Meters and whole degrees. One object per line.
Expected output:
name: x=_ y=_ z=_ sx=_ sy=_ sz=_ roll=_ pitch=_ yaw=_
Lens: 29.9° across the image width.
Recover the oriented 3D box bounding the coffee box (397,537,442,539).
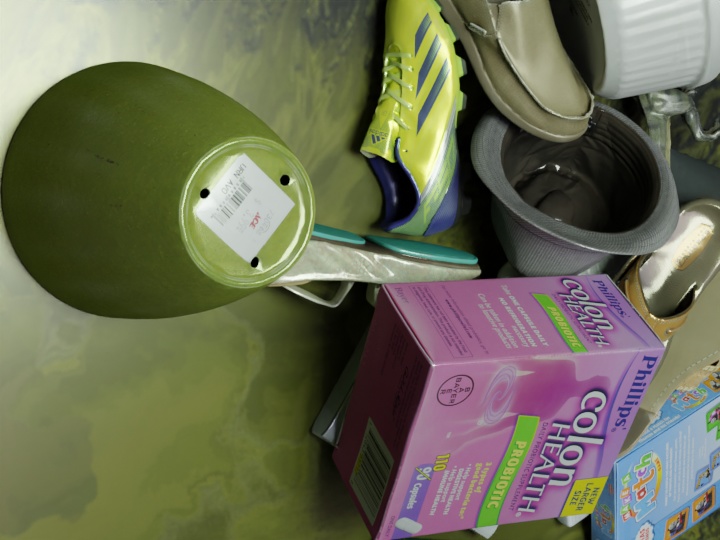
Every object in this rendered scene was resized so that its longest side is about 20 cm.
coffee box: x=0.091 y=0.295 z=1.160 sx=0.200 sy=0.044 sz=0.123 roll=9 pitch=93 yaw=-32

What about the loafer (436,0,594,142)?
loafer: x=0.120 y=-0.189 z=1.058 sx=0.200 sy=0.067 sz=0.076 roll=51 pitch=51 yaw=-3

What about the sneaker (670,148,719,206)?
sneaker: x=0.322 y=-0.076 z=1.232 sx=0.200 sy=0.106 sz=0.075 roll=-16 pitch=146 yaw=-53

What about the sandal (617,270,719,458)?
sandal: x=0.266 y=0.076 z=1.166 sx=0.212 sy=0.078 sz=0.070 roll=-49 pitch=163 yaw=0

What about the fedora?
fedora: x=0.163 y=-0.056 z=1.096 sx=0.177 sy=0.090 sz=0.200 roll=19 pitch=43 yaw=-3

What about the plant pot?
plant pot: x=-0.119 y=-0.046 z=0.897 sx=0.187 sy=0.200 sz=0.187 roll=-5 pitch=99 yaw=-30

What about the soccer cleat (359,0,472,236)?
soccer cleat: x=0.037 y=-0.124 z=1.060 sx=0.084 sy=0.065 sz=0.200 roll=-12 pitch=102 yaw=-22

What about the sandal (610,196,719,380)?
sandal: x=0.244 y=0.023 z=1.106 sx=0.080 sy=0.054 sz=0.200 roll=37 pitch=87 yaw=-3

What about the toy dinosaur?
toy dinosaur: x=0.273 y=-0.147 z=1.188 sx=0.088 sy=0.047 sz=0.200 roll=3 pitch=69 yaw=-35

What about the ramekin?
ramekin: x=0.205 y=-0.229 z=1.073 sx=0.094 sy=0.202 sz=0.203 roll=-19 pitch=108 yaw=-4

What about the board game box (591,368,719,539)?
board game box: x=0.295 y=0.177 z=1.243 sx=0.200 sy=0.037 sz=0.151 roll=-28 pitch=130 yaw=-26

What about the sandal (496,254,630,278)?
sandal: x=0.187 y=-0.009 z=1.175 sx=0.202 sy=0.050 sz=0.083 roll=-16 pitch=89 yaw=-35

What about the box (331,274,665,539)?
box: x=0.101 y=0.103 z=1.031 sx=0.200 sy=0.097 sz=0.176 roll=-2 pitch=127 yaw=-26

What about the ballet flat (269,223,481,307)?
ballet flat: x=0.000 y=0.000 z=1.058 sx=0.200 sy=0.067 sz=0.062 roll=11 pitch=101 yaw=-26

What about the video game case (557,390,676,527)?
video game case: x=0.237 y=0.109 z=1.205 sx=0.182 sy=0.024 sz=0.200 roll=-29 pitch=126 yaw=-25

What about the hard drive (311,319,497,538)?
hard drive: x=0.067 y=0.125 z=1.134 sx=0.200 sy=0.026 sz=0.132 roll=36 pitch=79 yaw=-30
